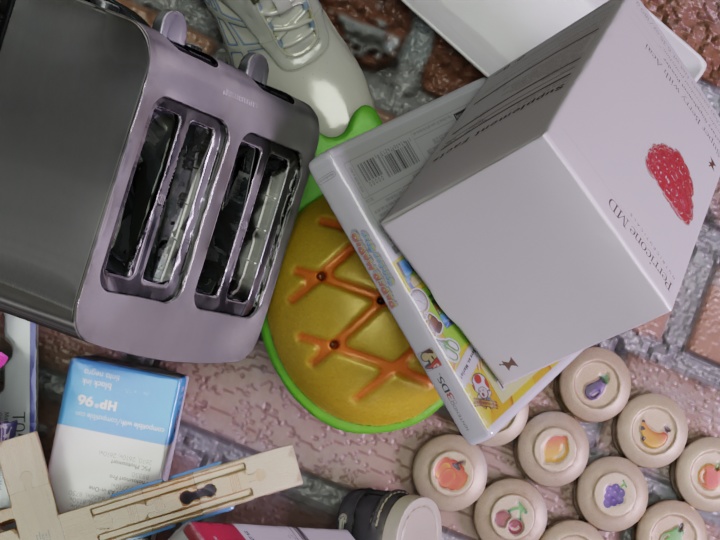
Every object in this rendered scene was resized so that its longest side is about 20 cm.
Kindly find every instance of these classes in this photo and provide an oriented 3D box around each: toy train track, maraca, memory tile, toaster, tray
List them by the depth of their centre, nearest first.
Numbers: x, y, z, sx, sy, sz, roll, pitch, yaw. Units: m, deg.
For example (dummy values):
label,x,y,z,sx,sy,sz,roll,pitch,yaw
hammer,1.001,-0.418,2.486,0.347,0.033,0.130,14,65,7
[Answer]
label,x,y,z,sx,sy,sz,roll,pitch,yaw
toy train track,-0.130,0.135,0.745,0.199,0.033,0.116,-16,82,-10
toaster,-0.131,-0.042,0.761,0.118,0.181,0.201,18,90,30
maraca,0.000,0.000,0.843,0.136,0.107,0.202,-11,87,-13
memory tile,0.146,0.133,0.899,0.199,0.017,0.154,35,84,-3
tray,0.124,-0.161,0.908,0.200,0.022,0.108,40,85,-3

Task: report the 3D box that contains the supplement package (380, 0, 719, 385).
label,x,y,z,sx,sy,sz,roll,pitch,yaw
supplement package,0.122,-0.052,0.793,0.121,0.119,0.200,52,38,-13

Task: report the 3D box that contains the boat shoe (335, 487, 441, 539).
label,x,y,z,sx,sy,sz,roll,pitch,yaw
boat shoe,0.004,0.237,0.868,0.062,0.072,0.202,10,92,37

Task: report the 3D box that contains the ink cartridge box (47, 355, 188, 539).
label,x,y,z,sx,sy,sz,roll,pitch,yaw
ink cartridge box,-0.156,0.155,0.814,0.067,0.116,0.202,11,85,-4

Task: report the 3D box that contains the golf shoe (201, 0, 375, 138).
label,x,y,z,sx,sy,sz,roll,pitch,yaw
golf shoe,-0.057,-0.159,0.851,0.078,0.097,0.201,-37,93,-9

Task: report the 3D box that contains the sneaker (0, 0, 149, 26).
label,x,y,z,sx,sy,sz,roll,pitch,yaw
sneaker,-0.221,-0.171,0.842,0.199,0.079,0.076,16,86,-4

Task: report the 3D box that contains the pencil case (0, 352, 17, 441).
label,x,y,z,sx,sy,sz,roll,pitch,yaw
pencil case,-0.296,0.087,0.756,0.198,0.088,0.089,-1,87,7

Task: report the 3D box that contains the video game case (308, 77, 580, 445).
label,x,y,z,sx,sy,sz,roll,pitch,yaw
video game case,0.071,-0.015,0.829,0.023,0.200,0.183,-29,91,37

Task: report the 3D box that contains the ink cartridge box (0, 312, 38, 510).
label,x,y,z,sx,sy,sz,roll,pitch,yaw
ink cartridge box,-0.296,0.051,0.840,0.198,0.041,0.201,1,87,-6

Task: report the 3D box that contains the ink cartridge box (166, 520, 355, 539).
label,x,y,z,sx,sy,sz,roll,pitch,yaw
ink cartridge box,-0.031,0.216,0.735,0.083,0.200,0.145,-46,66,9
